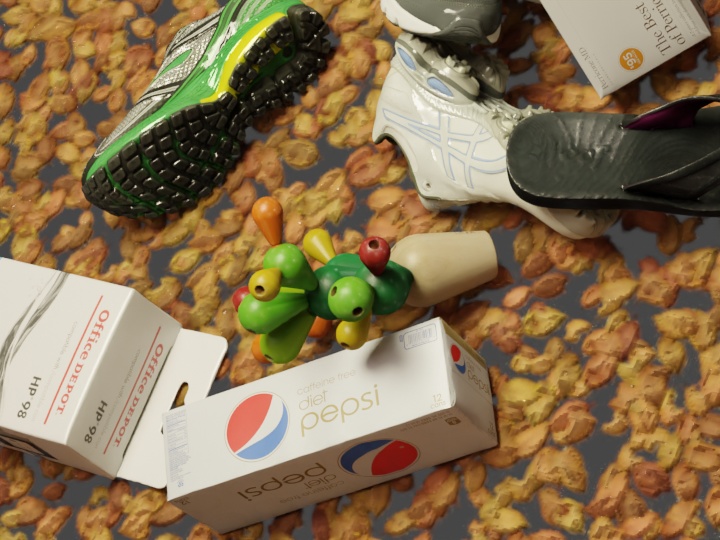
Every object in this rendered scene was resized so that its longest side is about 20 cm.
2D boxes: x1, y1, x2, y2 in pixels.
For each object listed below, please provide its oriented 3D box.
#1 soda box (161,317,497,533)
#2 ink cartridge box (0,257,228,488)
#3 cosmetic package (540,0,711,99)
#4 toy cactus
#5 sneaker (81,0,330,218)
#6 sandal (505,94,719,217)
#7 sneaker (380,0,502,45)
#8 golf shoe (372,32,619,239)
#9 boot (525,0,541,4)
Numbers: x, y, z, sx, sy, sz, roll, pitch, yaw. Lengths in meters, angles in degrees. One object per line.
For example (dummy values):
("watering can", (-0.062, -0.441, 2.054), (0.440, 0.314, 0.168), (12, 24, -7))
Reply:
("soda box", (-0.020, 0.097, 1.503), (0.200, 0.068, 0.064), (-19, 57, 21))
("ink cartridge box", (-0.200, 0.064, 1.626), (0.200, 0.067, 0.116), (12, 71, 34))
("cosmetic package", (0.131, -0.212, 1.503), (0.082, 0.200, 0.051), (-30, 17, 16))
("toy cactus", (0.000, 0.000, 1.514), (0.165, 0.200, 0.102), (-13, 84, -13))
("sneaker", (-0.113, -0.115, 1.675), (0.200, 0.078, 0.085), (-42, 45, -7))
("sandal", (0.186, -0.070, 1.443), (0.200, 0.048, 0.075), (-5, 65, 0))
("sneaker", (0.051, -0.215, 1.573), (0.200, 0.074, 0.085), (-105, 25, -55))
("golf shoe", (0.082, -0.067, 1.544), (0.200, 0.078, 0.097), (48, 121, 36))
("boot", (0.133, -0.286, 1.560), (0.073, 0.151, 0.200), (14, 66, 3))
